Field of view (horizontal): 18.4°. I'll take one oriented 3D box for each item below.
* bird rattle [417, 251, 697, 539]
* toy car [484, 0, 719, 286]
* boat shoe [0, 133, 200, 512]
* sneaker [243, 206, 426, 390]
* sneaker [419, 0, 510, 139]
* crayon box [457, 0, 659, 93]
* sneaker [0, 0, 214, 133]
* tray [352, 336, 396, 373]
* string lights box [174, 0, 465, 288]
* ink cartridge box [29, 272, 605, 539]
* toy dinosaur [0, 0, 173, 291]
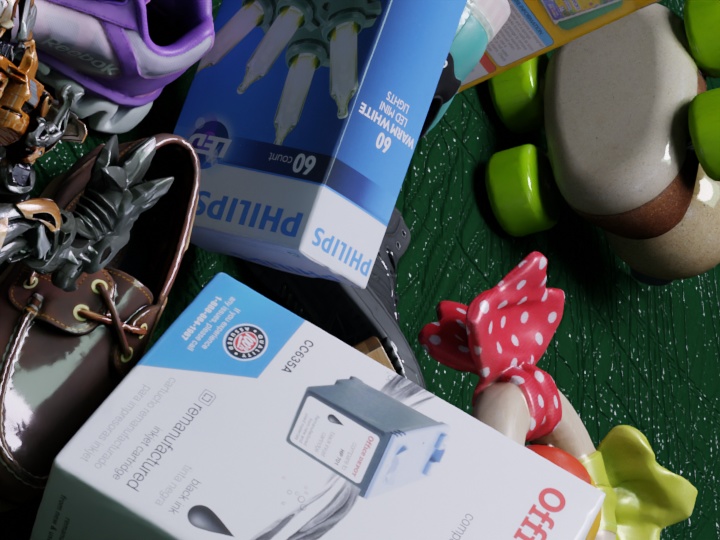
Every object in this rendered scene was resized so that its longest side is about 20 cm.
[{"bbox_3d":[0.100,0.101,1.164,0.163,0.112,0.200,-78,150,-50],"label":"bird rattle"},{"bbox_3d":[0.195,-0.059,1.418,0.200,0.164,0.158,48,36,-45],"label":"toy car"},{"bbox_3d":[-0.122,0.014,0.974,0.070,0.070,0.200,46,39,-32],"label":"boat shoe"},{"bbox_3d":[-0.002,0.002,1.162,0.200,0.060,0.104,59,33,5],"label":"sneaker"},{"bbox_3d":[0.016,-0.107,1.192,0.071,0.200,0.080,37,77,-4],"label":"sneaker"},{"bbox_3d":[0.073,-0.179,1.255,0.126,0.200,0.052,50,36,-27],"label":"crayon box"},{"bbox_3d":[-0.142,-0.133,1.014,0.200,0.088,0.081,25,53,-47],"label":"sneaker"},{"bbox_3d":[0.010,0.143,1.065,0.200,0.098,0.037,63,-1,-10],"label":"tray"},{"bbox_3d":[-0.018,-0.101,1.074,0.059,0.103,0.201,31,75,-52],"label":"string lights box"},{"bbox_3d":[-0.018,0.113,0.945,0.200,0.086,0.147,28,43,9],"label":"ink cartridge box"},{"bbox_3d":[-0.161,-0.030,0.878,0.102,0.200,0.136,42,20,13],"label":"toy dinosaur"}]
